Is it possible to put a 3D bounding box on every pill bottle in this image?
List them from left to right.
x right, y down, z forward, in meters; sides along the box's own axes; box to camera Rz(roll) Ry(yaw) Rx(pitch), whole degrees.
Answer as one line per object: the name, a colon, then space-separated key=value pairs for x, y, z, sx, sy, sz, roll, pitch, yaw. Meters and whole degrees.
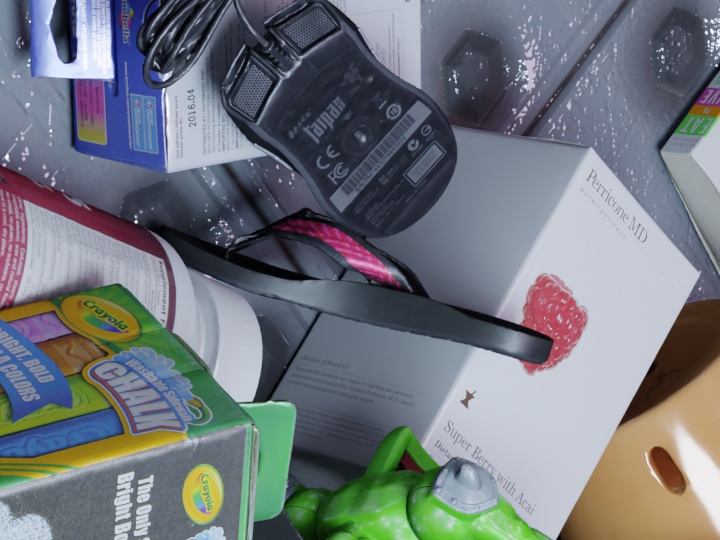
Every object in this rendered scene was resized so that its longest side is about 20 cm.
pill bottle: x=-0.144 y=0.020 z=1.347 sx=0.199 sy=0.109 sz=0.110 roll=24 pitch=82 yaw=-44

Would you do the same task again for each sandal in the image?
sandal: x=0.000 y=0.000 z=1.442 sx=0.075 sy=0.199 sz=0.045 roll=-14 pitch=117 yaw=-80

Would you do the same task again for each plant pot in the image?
plant pot: x=0.184 y=0.110 z=1.638 sx=0.200 sy=0.200 sz=0.140 roll=-41 pitch=107 yaw=-30

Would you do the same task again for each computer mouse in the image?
computer mouse: x=-0.011 y=-0.110 z=1.372 sx=0.141 sy=0.046 sz=0.200 roll=-52 pitch=132 yaw=3

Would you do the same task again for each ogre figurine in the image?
ogre figurine: x=0.027 y=0.145 z=1.408 sx=0.098 sy=0.200 sz=0.120 roll=-42 pitch=111 yaw=-22

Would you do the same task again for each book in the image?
book: x=0.265 y=-0.092 z=1.762 sx=0.200 sy=0.048 sz=0.134 roll=-51 pitch=126 yaw=-25

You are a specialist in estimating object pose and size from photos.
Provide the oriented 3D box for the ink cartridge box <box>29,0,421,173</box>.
ink cartridge box: x=-0.065 y=-0.125 z=1.416 sx=0.199 sy=0.076 sz=0.137 roll=-13 pitch=107 yaw=-44

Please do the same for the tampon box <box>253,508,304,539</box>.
tampon box: x=-0.063 y=0.211 z=1.356 sx=0.126 sy=0.200 sz=0.150 roll=-20 pitch=135 yaw=-16

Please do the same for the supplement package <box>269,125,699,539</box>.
supplement package: x=0.061 y=0.042 z=1.540 sx=0.121 sy=0.119 sz=0.201 roll=45 pitch=68 yaw=-38

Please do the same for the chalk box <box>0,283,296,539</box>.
chalk box: x=-0.122 y=0.094 z=1.252 sx=0.199 sy=0.124 sz=0.125 roll=-13 pitch=126 yaw=-30
